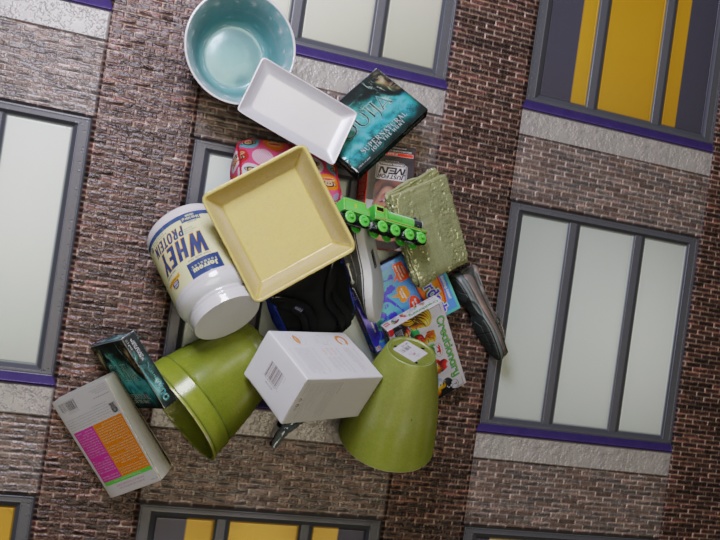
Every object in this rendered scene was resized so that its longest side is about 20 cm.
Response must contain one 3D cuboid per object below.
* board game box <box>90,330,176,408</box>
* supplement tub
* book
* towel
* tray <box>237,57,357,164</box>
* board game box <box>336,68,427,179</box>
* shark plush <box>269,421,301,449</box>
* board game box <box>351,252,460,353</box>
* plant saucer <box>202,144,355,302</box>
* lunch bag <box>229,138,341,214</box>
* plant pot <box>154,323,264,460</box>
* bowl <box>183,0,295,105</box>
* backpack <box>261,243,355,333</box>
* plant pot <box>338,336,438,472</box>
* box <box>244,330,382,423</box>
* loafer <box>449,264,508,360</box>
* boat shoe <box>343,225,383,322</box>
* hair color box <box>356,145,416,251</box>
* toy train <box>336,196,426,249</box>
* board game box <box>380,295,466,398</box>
[{"bbox_3d":[-0.391,0.173,1.473,0.028,0.199,0.136,-36,101,-31],"label":"board game box"},{"bbox_3d":[-0.270,0.002,1.495,0.144,0.146,0.201,-25,65,-15],"label":"supplement tub"},{"bbox_3d":[-0.437,0.292,1.513,0.132,0.048,0.202,-24,101,21],"label":"book"},{"bbox_3d":[0.128,-0.082,1.660,0.147,0.036,0.203,-27,104,-27],"label":"towel"},{"bbox_3d":[-0.112,-0.281,1.533,0.198,0.022,0.109,28,85,-18],"label":"tray"},{"bbox_3d":[0.013,-0.278,1.622,0.135,0.028,0.200,40,67,13],"label":"board game box"},{"bbox_3d":[-0.103,0.246,1.625,0.199,0.083,0.092,-34,101,-14],"label":"shark plush"},{"bbox_3d":[0.081,0.048,1.698,0.198,0.045,0.154,-27,99,-15],"label":"board game box"},{"bbox_3d":[-0.138,-0.078,1.459,0.198,0.048,0.202,-28,93,-10],"label":"plant saucer"},{"bbox_3d":[-0.133,-0.151,1.559,0.197,0.178,0.083,7,133,-20],"label":"lunch bag"},{"bbox_3d":[-0.250,0.194,1.534,0.192,0.200,0.202,-39,102,-24],"label":"plant pot"},{"bbox_3d":[-0.224,-0.393,1.558,0.198,0.105,0.204,-1,92,-18],"label":"bowl"},{"bbox_3d":[-0.101,0.035,1.582,0.161,0.168,0.201,-30,132,-11],"label":"backpack"},{"bbox_3d":[0.069,0.231,1.588,0.184,0.188,0.202,4,119,-17],"label":"plant pot"},{"bbox_3d":[-0.079,0.181,1.492,0.199,0.124,0.098,6,122,-50],"label":"box"},{"bbox_3d":[0.254,0.083,1.743,0.063,0.072,0.202,-32,99,-20],"label":"loafer"},{"bbox_3d":[0.000,0.000,1.619,0.063,0.071,0.203,-3,106,21],"label":"boat shoe"},{"bbox_3d":[0.046,-0.141,1.674,0.100,0.061,0.203,4,91,-18],"label":"hair color box"},{"bbox_3d":[0.039,-0.087,1.563,0.198,0.042,0.057,14,61,-32],"label":"toy train"},{"bbox_3d":[0.126,0.165,1.691,0.125,0.035,0.202,-28,118,-15],"label":"board game box"}]
